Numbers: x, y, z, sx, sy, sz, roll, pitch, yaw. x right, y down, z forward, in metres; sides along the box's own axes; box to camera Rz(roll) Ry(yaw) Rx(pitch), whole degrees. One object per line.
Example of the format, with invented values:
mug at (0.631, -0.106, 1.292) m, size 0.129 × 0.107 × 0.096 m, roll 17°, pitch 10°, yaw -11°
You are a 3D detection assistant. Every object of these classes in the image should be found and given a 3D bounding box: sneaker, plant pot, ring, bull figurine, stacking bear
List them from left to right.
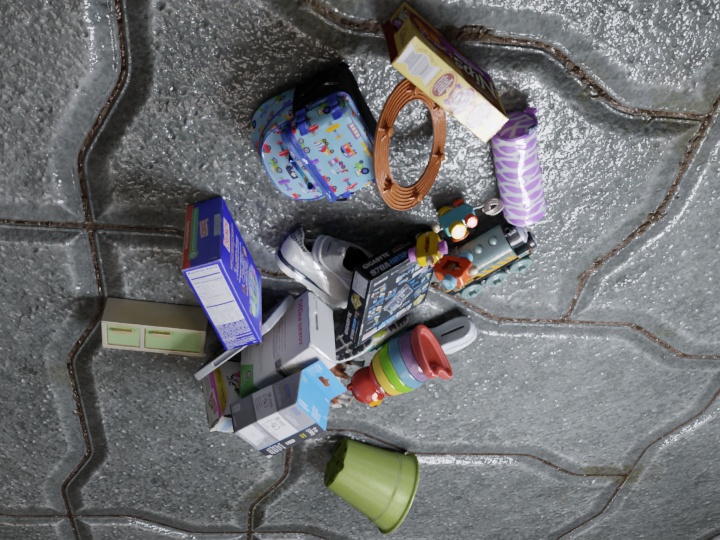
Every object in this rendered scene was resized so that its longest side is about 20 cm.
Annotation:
sneaker at (-0.064, -0.001, 1.275) m, size 0.198 × 0.077 × 0.081 m, roll 32°, pitch 107°, yaw -33°
bull figurine at (-0.060, 0.218, 1.463) m, size 0.119 × 0.066 × 0.203 m, roll 21°, pitch 136°, yaw 6°
sneaker at (0.000, 0.000, 1.241) m, size 0.081 × 0.077 × 0.198 m, roll 11°, pitch 171°, yaw 45°
sneaker at (0.012, 0.142, 1.383) m, size 0.195 × 0.078 × 0.081 m, roll -22°, pitch 146°, yaw -13°
plant pot at (0.015, 0.505, 1.674) m, size 0.187 × 0.202 × 0.201 m, roll 28°, pitch 125°, yaw -12°
stacking bear at (0.065, 0.203, 1.368) m, size 0.198 × 0.116 × 0.121 m, roll -32°, pitch 156°, yaw 22°
ring at (0.083, -0.193, 1.051) m, size 0.019 × 0.201 × 0.203 m, roll 17°, pitch 144°, yaw 34°
sneaker at (0.154, 0.157, 1.436) m, size 0.195 × 0.075 × 0.071 m, roll -18°, pitch 149°, yaw 21°

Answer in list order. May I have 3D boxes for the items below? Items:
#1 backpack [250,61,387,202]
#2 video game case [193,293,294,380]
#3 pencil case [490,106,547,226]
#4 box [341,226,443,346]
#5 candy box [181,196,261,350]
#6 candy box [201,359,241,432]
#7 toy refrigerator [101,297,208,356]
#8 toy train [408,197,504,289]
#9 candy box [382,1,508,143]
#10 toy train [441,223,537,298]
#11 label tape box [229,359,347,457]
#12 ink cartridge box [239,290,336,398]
backpack at (-0.072, -0.191, 1.059) m, size 0.195 × 0.137 × 0.184 m, roll -20°, pitch 130°, yaw 16°
video game case at (-0.223, 0.128, 1.329) m, size 0.198 × 0.144 × 0.018 m, roll -35°, pitch 99°, yaw 24°
pencil case at (0.268, -0.171, 1.151) m, size 0.085 × 0.083 × 0.203 m, roll -38°, pitch 136°, yaw -21°
box at (0.059, 0.027, 1.249) m, size 0.198 × 0.046 × 0.162 m, roll -30°, pitch 145°, yaw -37°
candy box at (-0.236, 0.006, 1.193) m, size 0.075 × 0.171 × 0.203 m, roll -14°, pitch 131°, yaw 4°
candy box at (-0.223, 0.262, 1.416) m, size 0.196 × 0.139 × 0.061 m, roll 13°, pitch 132°, yaw -38°
toy refrigerator at (-0.399, 0.114, 1.341) m, size 0.194 × 0.071 × 0.077 m, roll 8°, pitch 132°, yaw -12°
toy train at (0.168, -0.040, 1.171) m, size 0.147 × 0.201 × 0.056 m, roll 8°, pitch 139°, yaw 39°
candy box at (0.124, -0.287, 1.003) m, size 0.197 × 0.118 × 0.056 m, roll 30°, pitch 123°, yaw -28°
toy train at (0.227, -0.019, 1.258) m, size 0.197 × 0.087 × 0.113 m, roll -29°, pitch 152°, yaw 19°
label tape box at (-0.128, 0.267, 1.304) m, size 0.196 × 0.064 × 0.145 m, roll -26°, pitch 141°, yaw 7°
ink cartridge box at (-0.144, 0.159, 1.355) m, size 0.198 × 0.148 × 0.084 m, roll -34°, pitch 129°, yaw 24°
